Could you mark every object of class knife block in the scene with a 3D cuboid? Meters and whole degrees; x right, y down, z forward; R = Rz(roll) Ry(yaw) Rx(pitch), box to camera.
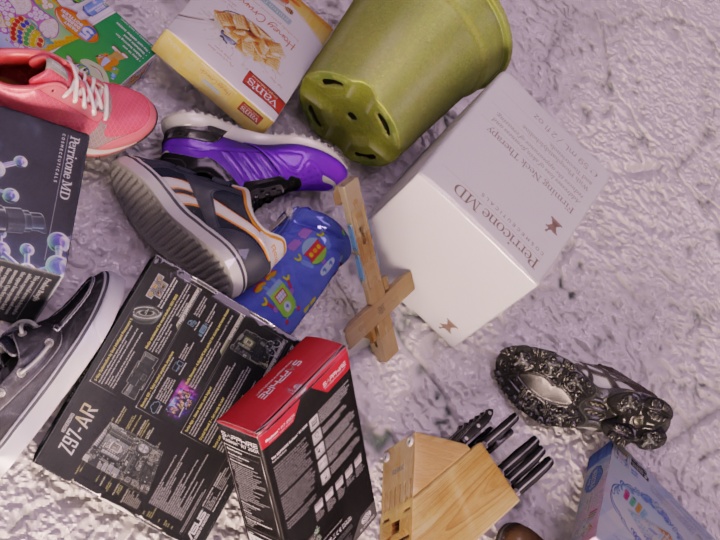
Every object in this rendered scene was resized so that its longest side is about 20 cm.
[{"bbox_3d":[0.108,0.229,1.172,0.175,0.064,0.201,18,56,-22],"label":"knife block"}]

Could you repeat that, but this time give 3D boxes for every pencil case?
[{"bbox_3d":[-0.084,0.017,1.160,0.087,0.078,0.200,57,46,-24],"label":"pencil case"}]

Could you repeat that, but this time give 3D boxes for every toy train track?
[{"bbox_3d":[0.000,0.000,1.197,0.115,0.032,0.201,-40,128,-40],"label":"toy train track"}]

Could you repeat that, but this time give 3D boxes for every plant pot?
[{"bbox_3d":[0.034,-0.220,1.312,0.200,0.200,0.184,41,63,-6],"label":"plant pot"}]

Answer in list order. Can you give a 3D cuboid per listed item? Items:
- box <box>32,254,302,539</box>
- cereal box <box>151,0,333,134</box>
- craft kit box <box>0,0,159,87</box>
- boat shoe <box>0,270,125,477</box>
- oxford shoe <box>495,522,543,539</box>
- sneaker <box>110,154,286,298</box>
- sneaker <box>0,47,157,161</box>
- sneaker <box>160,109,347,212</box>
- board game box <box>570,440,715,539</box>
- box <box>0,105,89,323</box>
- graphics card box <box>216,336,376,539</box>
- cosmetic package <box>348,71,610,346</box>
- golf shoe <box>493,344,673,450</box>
[{"bbox_3d":[-0.159,0.112,1.030,0.160,0.044,0.201,31,79,-13],"label":"box"},{"bbox_3d":[-0.120,-0.247,1.286,0.144,0.039,0.200,39,41,-14],"label":"cereal box"},{"bbox_3d":[-0.329,-0.218,1.163,0.200,0.049,0.198,41,53,-6],"label":"craft kit box"},{"bbox_3d":[-0.271,0.072,1.001,0.068,0.072,0.201,40,68,-20],"label":"boat shoe"},{"bbox_3d":[0.210,0.322,1.173,0.200,0.084,0.073,50,52,4],"label":"oxford shoe"},{"bbox_3d":[-0.151,-0.050,1.126,0.079,0.079,0.200,-30,56,-32],"label":"sneaker"},{"bbox_3d":[-0.270,-0.154,1.082,0.199,0.087,0.074,5,63,-30],"label":"sneaker"},{"bbox_3d":[-0.109,-0.088,1.217,0.199,0.070,0.100,10,66,-22],"label":"sneaker"},{"bbox_3d":[0.303,0.295,1.223,0.200,0.043,0.199,45,25,-2],"label":"board game box"},{"bbox_3d":[-0.348,-0.060,1.021,0.199,0.107,0.149,17,56,-24],"label":"box"},{"bbox_3d":[-0.049,0.172,1.037,0.125,0.051,0.201,-44,135,-40],"label":"graphics card box"},{"bbox_3d":[0.125,-0.064,1.279,0.167,0.166,0.200,43,51,-4],"label":"cosmetic package"},{"bbox_3d":[0.237,0.134,1.311,0.199,0.078,0.095,25,12,2],"label":"golf shoe"}]
